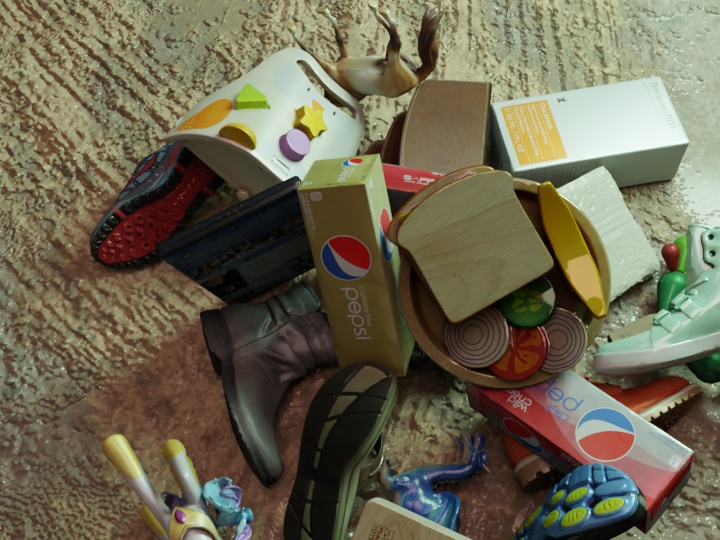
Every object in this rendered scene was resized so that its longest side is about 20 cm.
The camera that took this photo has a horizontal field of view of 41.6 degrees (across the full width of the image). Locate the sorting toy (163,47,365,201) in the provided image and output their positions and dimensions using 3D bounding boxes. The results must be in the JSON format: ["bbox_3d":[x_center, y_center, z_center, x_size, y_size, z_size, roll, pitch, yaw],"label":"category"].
[{"bbox_3d":[-0.072,-0.148,1.018,0.200,0.107,0.180,41,55,-17],"label":"sorting toy"}]

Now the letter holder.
[{"bbox_3d":[0.061,-0.111,1.011,0.142,0.101,0.200,6,44,6],"label":"letter holder"}]

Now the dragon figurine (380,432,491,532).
[{"bbox_3d":[0.060,0.231,0.867,0.099,0.059,0.200,11,60,8],"label":"dragon figurine"}]

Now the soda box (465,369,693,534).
[{"bbox_3d":[0.190,0.139,0.842,0.200,0.063,0.070,34,72,31],"label":"soda box"}]

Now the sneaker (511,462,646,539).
[{"bbox_3d":[0.185,0.227,0.793,0.083,0.200,0.071,30,47,4],"label":"sneaker"}]

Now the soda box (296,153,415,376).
[{"bbox_3d":[0.000,0.000,0.864,0.064,0.200,0.068,-5,28,16],"label":"soda box"}]

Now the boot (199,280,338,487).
[{"bbox_3d":[-0.074,0.104,0.943,0.132,0.070,0.200,-15,65,-13],"label":"boot"}]

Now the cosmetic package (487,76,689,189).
[{"bbox_3d":[0.252,-0.146,1.071,0.200,0.071,0.102,-10,60,-5],"label":"cosmetic package"}]

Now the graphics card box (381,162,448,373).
[{"bbox_3d":[0.058,0.002,0.922,0.125,0.200,0.051,10,32,6],"label":"graphics card box"}]

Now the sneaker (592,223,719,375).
[{"bbox_3d":[0.300,0.024,0.888,0.200,0.074,0.118,-19,76,6],"label":"sneaker"}]

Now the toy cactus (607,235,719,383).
[{"bbox_3d":[0.334,0.056,0.950,0.165,0.102,0.200,-17,69,3],"label":"toy cactus"}]

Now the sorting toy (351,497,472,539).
[{"bbox_3d":[0.068,0.315,0.776,0.199,0.070,0.200,21,91,15],"label":"sorting toy"}]

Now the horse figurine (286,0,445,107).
[{"bbox_3d":[0.010,-0.233,1.048,0.200,0.133,0.050,0,47,36],"label":"horse figurine"}]

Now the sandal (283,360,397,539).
[{"bbox_3d":[-0.016,0.176,0.875,0.080,0.057,0.201,25,100,40],"label":"sandal"}]

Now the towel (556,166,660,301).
[{"bbox_3d":[0.216,-0.018,0.976,0.200,0.034,0.133,-26,86,-31],"label":"towel"}]

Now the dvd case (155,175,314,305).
[{"bbox_3d":[-0.096,-0.022,0.921,0.143,0.200,0.018,-26,71,4],"label":"dvd case"}]

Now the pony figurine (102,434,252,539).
[{"bbox_3d":[-0.135,0.247,0.808,0.166,0.193,0.200,-29,44,-18],"label":"pony figurine"}]

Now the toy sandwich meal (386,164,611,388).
[{"bbox_3d":[0.120,0.005,0.813,0.205,0.070,0.205,0,92,7],"label":"toy sandwich meal"}]

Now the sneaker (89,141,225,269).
[{"bbox_3d":[-0.224,-0.083,1.061,0.200,0.079,0.096,-45,32,-9],"label":"sneaker"}]

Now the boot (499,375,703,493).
[{"bbox_3d":[0.226,0.128,0.917,0.200,0.075,0.107,-19,57,-8],"label":"boot"}]
